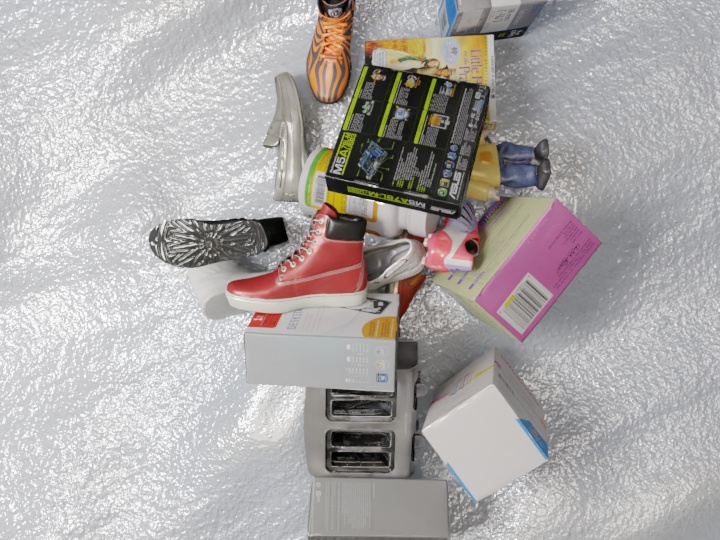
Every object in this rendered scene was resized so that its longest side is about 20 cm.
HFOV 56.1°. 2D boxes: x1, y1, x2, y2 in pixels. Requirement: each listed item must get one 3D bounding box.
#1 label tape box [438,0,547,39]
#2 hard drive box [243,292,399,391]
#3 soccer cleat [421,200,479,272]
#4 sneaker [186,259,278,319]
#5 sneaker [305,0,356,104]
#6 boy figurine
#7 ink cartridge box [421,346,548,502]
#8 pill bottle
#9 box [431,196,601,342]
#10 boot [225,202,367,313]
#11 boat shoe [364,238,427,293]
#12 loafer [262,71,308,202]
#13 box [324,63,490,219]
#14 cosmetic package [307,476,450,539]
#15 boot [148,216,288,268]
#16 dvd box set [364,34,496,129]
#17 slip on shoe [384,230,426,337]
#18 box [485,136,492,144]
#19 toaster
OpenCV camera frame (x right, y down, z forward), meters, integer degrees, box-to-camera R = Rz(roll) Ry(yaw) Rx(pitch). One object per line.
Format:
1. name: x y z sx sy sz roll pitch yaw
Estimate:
1. label tape box: 0.228 -0.406 1.026 0.198 0.144 0.064 -8 89 -1
2. hard drive box: -0.046 0.093 0.937 0.198 0.156 0.078 1 111 4
3. soccer cleat: 0.149 -0.049 1.002 0.076 0.200 0.067 15 118 17
4. sneaker: -0.167 0.007 1.049 0.198 0.116 0.074 -7 127 -32
5. sneaker: -0.047 -0.365 1.037 0.077 0.112 0.202 3 89 -1
6. boy figurine: 0.178 -0.164 1.009 0.198 0.065 0.126 3 72 3
7. ink cartridge box: 0.188 0.217 1.001 0.125 0.200 0.129 -37 90 16
8. pill bottle: 0.017 -0.111 1.007 0.198 0.111 0.112 15 89 19
9. box: 0.218 -0.010 0.987 0.096 0.200 0.176 40 88 -13
10. boot: -0.088 -0.021 0.923 0.198 0.073 0.146 -5 114 -10
11. boat shoe: 0.000 0.000 1.008 0.199 0.069 0.071 -28 65 16
12. loafer: -0.119 -0.207 1.055 0.069 0.070 0.202 -7 90 -9
13. box: 0.069 -0.185 0.946 0.191 0.048 0.202 12 67 12
14. cosmetic package: 0.024 0.351 0.981 0.198 0.107 0.091 5 63 -2
15. boot: -0.198 -0.050 0.988 0.163 0.200 0.066 1 99 1
16. dvd box set: 0.104 -0.281 1.021 0.198 0.029 0.148 0 76 7
17. slip on shoe: 0.072 0.016 1.057 0.061 0.074 0.202 12 85 -5
18. box: 0.104 -0.216 1.069 0.157 0.048 0.201 -30 89 -2
19. toaster: -0.003 0.201 1.010 0.198 0.119 0.183 1 104 -1
